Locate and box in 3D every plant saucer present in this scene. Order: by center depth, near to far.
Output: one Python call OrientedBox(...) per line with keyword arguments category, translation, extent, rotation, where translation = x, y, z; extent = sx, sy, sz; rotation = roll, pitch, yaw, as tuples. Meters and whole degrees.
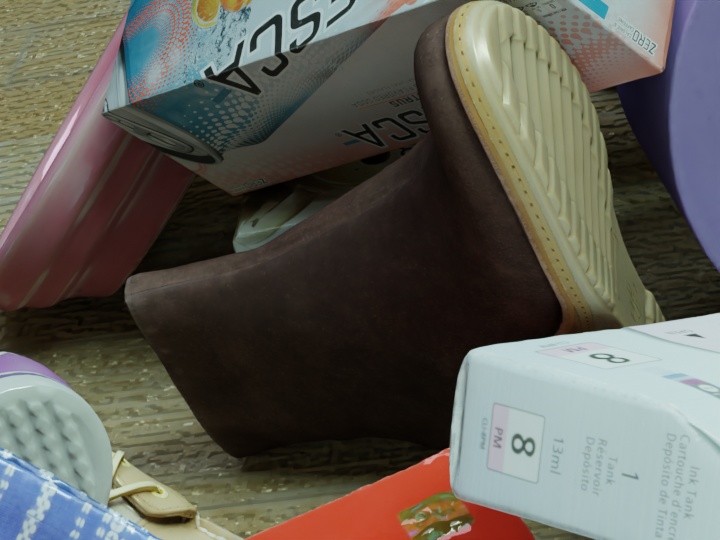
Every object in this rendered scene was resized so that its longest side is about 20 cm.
OrientedBox(category="plant saucer", translation=(-0.082, -0.066, 1.005), extent=(0.051, 0.201, 0.201), rotation=(29, 32, -8))

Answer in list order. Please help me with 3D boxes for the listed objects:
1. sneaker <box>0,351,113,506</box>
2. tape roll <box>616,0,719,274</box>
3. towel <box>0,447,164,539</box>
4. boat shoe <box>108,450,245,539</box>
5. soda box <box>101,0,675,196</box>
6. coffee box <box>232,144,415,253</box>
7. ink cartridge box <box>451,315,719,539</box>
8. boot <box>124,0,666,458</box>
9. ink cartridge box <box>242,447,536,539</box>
OrientedBox(category="sneaker", translation=(-0.146, 0.114, 0.751), extent=(0.201, 0.073, 0.114), rotation=(-56, 25, -6))
OrientedBox(category="tape roll", translation=(0.187, -0.077, 0.841), extent=(0.200, 0.200, 0.085), rotation=(-15, 30, -1))
OrientedBox(category="towel", translation=(-0.164, 0.091, 0.678), extent=(0.200, 0.145, 0.024), rotation=(27, -3, 8))
OrientedBox(category="boat shoe", translation=(-0.094, 0.089, 0.814), extent=(0.200, 0.069, 0.074), rotation=(11, 38, 37))
OrientedBox(category="soda box", translation=(0.008, -0.083, 0.834), extent=(0.200, 0.068, 0.064), rotation=(-15, 54, 43))
OrientedBox(category="coffee box", translation=(0.022, -0.040, 0.975), extent=(0.113, 0.080, 0.200), rotation=(-11, 30, 10))
OrientedBox(category="ink cartridge box", translation=(0.152, 0.055, 0.707), extent=(0.200, 0.057, 0.163), rotation=(9, 10, 42))
OrientedBox(category="boot", translation=(0.000, 0.000, 0.809), extent=(0.166, 0.200, 0.072), rotation=(-8, 52, 17))
OrientedBox(category="ink cartridge box", translation=(0.001, 0.127, 0.685), extent=(0.162, 0.057, 0.200), rotation=(-22, 48, -12))
